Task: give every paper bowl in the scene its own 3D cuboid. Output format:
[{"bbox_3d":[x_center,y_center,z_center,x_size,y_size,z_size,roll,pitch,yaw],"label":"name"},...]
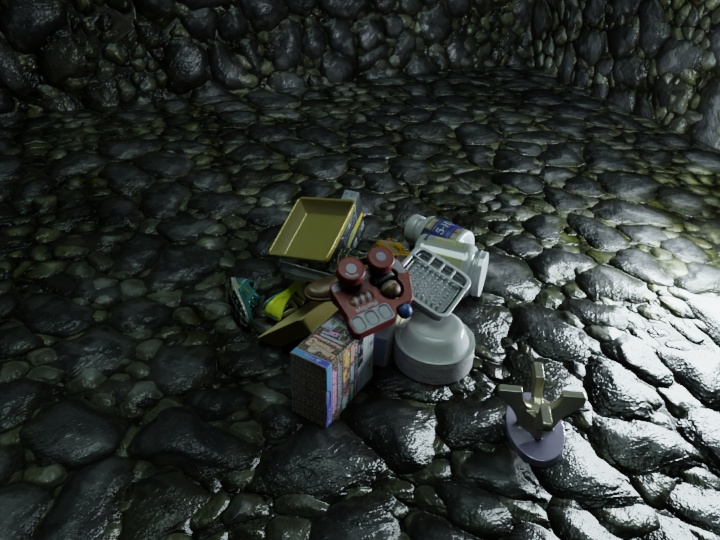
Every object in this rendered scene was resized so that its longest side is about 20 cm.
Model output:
[{"bbox_3d":[0.177,0.170,1.644,0.194,0.107,0.203,2,33,-1],"label":"paper bowl"}]

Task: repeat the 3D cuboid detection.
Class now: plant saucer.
[{"bbox_3d":[-0.122,-0.100,1.823,0.195,0.049,0.203,6,56,33],"label":"plant saucer"},{"bbox_3d":[-0.129,0.118,1.683,0.198,0.049,0.199,-26,6,46],"label":"plant saucer"}]

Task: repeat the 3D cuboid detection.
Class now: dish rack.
[{"bbox_3d":[0.166,0.037,1.677,0.169,0.044,0.200,34,39,11],"label":"dish rack"},{"bbox_3d":[-0.114,0.020,1.787,0.195,0.045,0.171,16,0,-21],"label":"dish rack"}]

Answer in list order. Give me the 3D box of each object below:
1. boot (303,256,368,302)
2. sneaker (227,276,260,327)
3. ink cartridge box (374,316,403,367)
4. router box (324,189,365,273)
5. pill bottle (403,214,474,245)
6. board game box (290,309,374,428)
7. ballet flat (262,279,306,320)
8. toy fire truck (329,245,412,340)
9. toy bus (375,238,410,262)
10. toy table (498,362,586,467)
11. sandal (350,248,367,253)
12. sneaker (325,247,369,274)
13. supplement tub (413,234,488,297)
[{"bbox_3d":[-0.044,0.016,1.623,0.195,0.077,0.074,-17,46,-23],"label":"boot"},{"bbox_3d":[-0.300,0.075,1.796,0.077,0.080,0.201,2,30,-18],"label":"sneaker"},{"bbox_3d":[0.025,0.132,1.711,0.141,0.086,0.201,11,32,13],"label":"ink cartridge box"},{"bbox_3d":[-0.047,-0.099,1.944,0.051,0.159,0.204,11,56,17],"label":"router box"},{"bbox_3d":[0.232,-0.093,2.055,0.197,0.123,0.118,26,38,33],"label":"pill bottle"},{"bbox_3d":[-0.058,0.210,1.508,0.095,0.164,0.199,18,34,27],"label":"board game box"},{"bbox_3d":[-0.185,0.075,1.818,0.066,0.068,0.200,34,35,9],"label":"ballet flat"},{"bbox_3d":[0.031,0.054,1.521,0.196,0.113,0.170,-20,60,-26],"label":"toy fire truck"},{"bbox_3d":[0.092,-0.041,1.964,0.076,0.067,0.200,4,15,-16],"label":"toy bus"},{"bbox_3d":[0.372,0.296,1.442,0.177,0.120,0.202,-1,33,-6],"label":"toy table"},{"bbox_3d":[0.022,-0.033,1.908,0.073,0.200,0.046,18,78,20],"label":"sandal"},{"bbox_3d":[0.000,0.000,1.794,0.194,0.091,0.080,3,50,23],"label":"sneaker"},{"bbox_3d":[0.246,-0.011,1.897,0.194,0.149,0.145,14,33,18],"label":"supplement tub"}]
